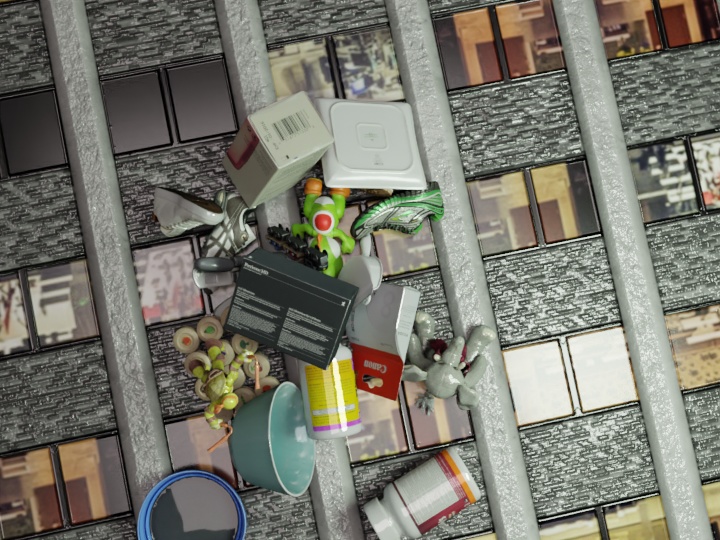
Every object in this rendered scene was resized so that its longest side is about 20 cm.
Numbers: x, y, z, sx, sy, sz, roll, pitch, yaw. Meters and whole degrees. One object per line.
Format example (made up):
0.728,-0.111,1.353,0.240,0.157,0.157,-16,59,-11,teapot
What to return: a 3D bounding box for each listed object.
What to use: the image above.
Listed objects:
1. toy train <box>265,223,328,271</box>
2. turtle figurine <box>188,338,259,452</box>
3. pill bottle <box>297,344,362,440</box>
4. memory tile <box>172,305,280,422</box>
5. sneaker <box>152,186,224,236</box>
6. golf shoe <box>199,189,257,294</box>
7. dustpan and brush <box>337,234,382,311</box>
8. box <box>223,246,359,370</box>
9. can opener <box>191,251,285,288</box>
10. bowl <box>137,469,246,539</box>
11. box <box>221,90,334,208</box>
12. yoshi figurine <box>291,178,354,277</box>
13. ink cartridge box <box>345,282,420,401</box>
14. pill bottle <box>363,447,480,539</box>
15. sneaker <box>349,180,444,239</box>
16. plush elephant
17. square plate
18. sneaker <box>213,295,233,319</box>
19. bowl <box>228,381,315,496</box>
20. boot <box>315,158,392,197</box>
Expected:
-0.118,-0.040,1.533,0.034,0.200,0.046,-19,120,-29,toy train
-0.254,0.204,1.466,0.064,0.161,0.201,13,111,-36,turtle figurine
-0.060,0.206,1.545,0.103,0.104,0.202,-8,87,-3,pill bottle
-0.248,0.176,1.549,0.152,0.017,0.201,-23,102,6,memory tile
-0.318,-0.095,1.532,0.073,0.199,0.085,7,99,-42,sneaker
-0.248,-0.049,1.567,0.094,0.078,0.201,11,87,-2,golf shoe
0.000,0.000,1.544,0.057,0.140,0.201,18,48,-29,dustpan and brush
-0.120,0.064,1.452,0.199,0.079,0.142,22,112,6,box
-0.218,-0.003,1.530,0.199,0.066,0.053,-7,89,-40,can opener
-0.311,0.470,1.548,0.199,0.039,0.202,0,87,-3,bowl
-0.153,-0.215,1.506,0.128,0.200,0.109,-31,88,-28,box
-0.068,-0.067,1.583,0.112,0.112,0.201,18,66,-41,yoshi figurine
0.025,0.122,1.528,0.057,0.162,0.201,21,82,-36,ink cartridge box
0.112,0.422,1.536,0.199,0.110,0.110,-31,88,-4,pill bottle
0.073,-0.101,1.576,0.199,0.078,0.086,-22,91,-14,sneaker
0.156,0.175,1.531,0.164,0.155,0.201,20,85,-1,plush elephant
0.020,-0.244,1.560,0.199,0.028,0.199,0,63,-18,square plate
-0.177,0.063,1.567,0.199,0.070,0.081,-19,90,-4,sneaker
-0.166,0.308,1.505,0.104,0.201,0.202,-9,86,19,bowl
-0.009,-0.221,1.586,0.199,0.075,0.108,33,79,8,boot
